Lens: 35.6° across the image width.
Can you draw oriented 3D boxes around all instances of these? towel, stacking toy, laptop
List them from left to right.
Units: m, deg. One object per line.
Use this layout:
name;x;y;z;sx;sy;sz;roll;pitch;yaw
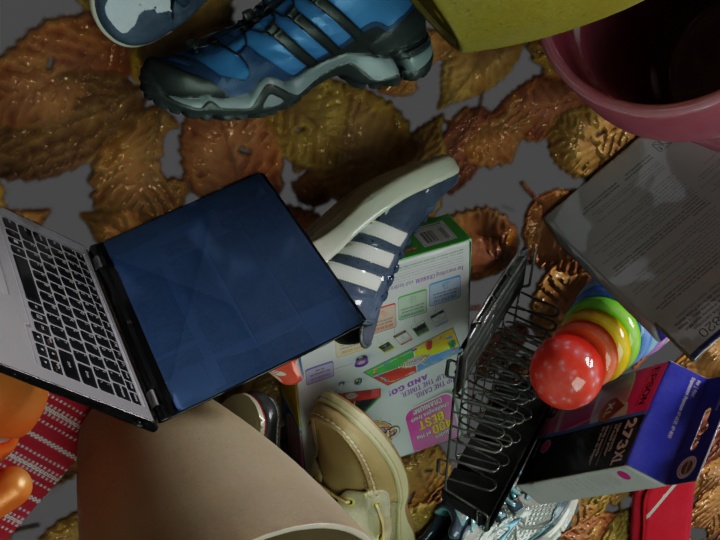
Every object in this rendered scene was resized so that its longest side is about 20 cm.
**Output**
towel;-0.259;0.107;0.779;0.200;0.023;0.144;-48;128;6
laptop;-0.133;-0.014;0.653;0.199;0.187;0.116;30;105;-38
stacking toy;0.187;0.052;0.871;0.200;0.085;0.086;-30;144;-57

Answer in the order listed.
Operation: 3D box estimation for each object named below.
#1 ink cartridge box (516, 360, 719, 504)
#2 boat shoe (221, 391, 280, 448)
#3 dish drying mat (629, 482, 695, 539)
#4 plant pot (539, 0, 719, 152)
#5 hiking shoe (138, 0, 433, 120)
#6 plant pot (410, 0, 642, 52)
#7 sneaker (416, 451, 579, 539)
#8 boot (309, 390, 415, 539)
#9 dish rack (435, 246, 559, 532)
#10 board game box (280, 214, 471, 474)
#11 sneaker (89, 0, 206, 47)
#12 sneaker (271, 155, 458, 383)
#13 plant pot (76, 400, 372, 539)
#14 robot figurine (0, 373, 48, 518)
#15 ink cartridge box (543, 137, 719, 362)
ink cartridge box;0.202;0.127;0.873;0.037;0.200;0.095;38;63;-13
boat shoe;-0.087;0.177;0.885;0.062;0.071;0.202;-8;124;-33
dish drying mat;0.324;0.280;1.205;0.076;0.018;0.201;-20;129;-15
plant pot;0.241;-0.167;0.755;0.200;0.200;0.179;-50;144;11
hiking shoe;-0.046;-0.151;0.690;0.199;0.074;0.087;-19;122;-28
plant pot;0.080;-0.207;0.626;0.142;0.200;0.200;-39;131;4
sneaker;0.118;0.230;1.026;0.200;0.078;0.086;-47;127;8
boot;-0.038;0.200;0.847;0.155;0.073;0.201;-39;140;-25
dish rack;0.113;0.088;0.885;0.154;0.054;0.201;-54;154;-42
board game box;0.011;0.067;0.880;0.152;0.040;0.201;-16;127;-18
sneaker;-0.072;-0.198;0.626;0.200;0.085;0.075;-46;130;8
sneaker;0.000;0.000;0.764;0.199;0.075;0.085;-37;102;-19
plant pot;-0.114;0.168;0.755;0.186;0.200;0.188;-21;135;-22
robot figurine;-0.270;0.090;0.679;0.200;0.144;0.117;-44;129;5
ink cartridge box;0.266;-0.043;0.834;0.199;0.200;0.041;-40;130;3
